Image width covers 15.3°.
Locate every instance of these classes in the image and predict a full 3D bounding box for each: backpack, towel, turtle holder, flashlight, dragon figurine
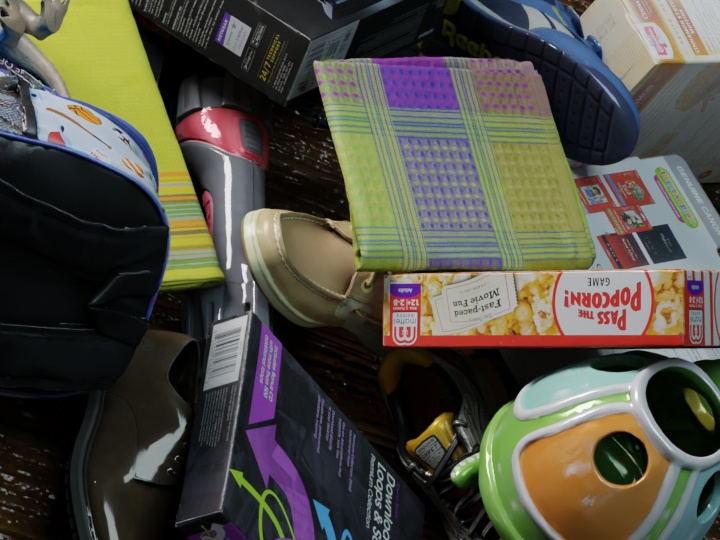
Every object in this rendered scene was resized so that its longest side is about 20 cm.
[{"bbox_3d":[-0.202,-0.021,1.459,0.190,0.200,0.154,18,30,-13],"label":"backpack"},{"bbox_3d":[0.060,-0.064,1.651,0.200,0.023,0.144,-2,71,-41],"label":"towel"},{"bbox_3d":[0.161,0.115,1.551,0.185,0.132,0.141,8,52,-39],"label":"turtle holder"},{"bbox_3d":[-0.086,-0.027,1.647,0.068,0.068,0.200,-3,57,3],"label":"flashlight"},{"bbox_3d":[-0.227,-0.152,1.558,0.059,0.099,0.200,-34,100,-48],"label":"dragon figurine"},{"bbox_3d":[-0.147,-0.075,1.591,0.086,0.018,0.200,-3,63,-38],"label":"towel"}]

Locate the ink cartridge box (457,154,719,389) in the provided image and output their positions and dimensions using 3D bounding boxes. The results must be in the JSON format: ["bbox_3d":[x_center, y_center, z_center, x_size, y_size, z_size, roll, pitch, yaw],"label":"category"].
[{"bbox_3d":[0.181,0.032,1.774,0.175,0.084,0.200,-10,64,-40],"label":"ink cartridge box"}]

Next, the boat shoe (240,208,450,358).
[{"bbox_3d":[0.000,0.000,1.632,0.200,0.066,0.074,23,51,-56],"label":"boat shoe"}]

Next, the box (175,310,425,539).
[{"bbox_3d":[-0.029,0.138,1.512,0.200,0.036,0.143,51,32,-39],"label":"box"}]

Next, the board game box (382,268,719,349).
[{"bbox_3d":[0.136,0.024,1.592,0.151,0.200,0.046,3,87,-56],"label":"board game box"}]

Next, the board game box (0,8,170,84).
[{"bbox_3d":[-0.221,-0.144,1.642,0.200,0.057,0.166,26,44,-19],"label":"board game box"}]

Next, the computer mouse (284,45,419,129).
[{"bbox_3d":[-0.005,-0.141,1.765,0.200,0.046,0.140,8,36,-49],"label":"computer mouse"}]

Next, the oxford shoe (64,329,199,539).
[{"bbox_3d":[-0.116,0.112,1.480,0.084,0.073,0.200,-7,55,9],"label":"oxford shoe"}]

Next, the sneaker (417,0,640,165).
[{"bbox_3d":[0.124,-0.143,1.787,0.082,0.074,0.200,-17,46,-38],"label":"sneaker"}]

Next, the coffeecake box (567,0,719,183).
[{"bbox_3d":[0.219,-0.130,1.894,0.200,0.154,0.073,-5,59,-40],"label":"coffeecake box"}]

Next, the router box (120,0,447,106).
[{"bbox_3d":[-0.052,-0.187,1.708,0.157,0.052,0.200,34,31,17],"label":"router box"}]

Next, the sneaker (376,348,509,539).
[{"bbox_3d":[0.063,0.129,1.615,0.082,0.078,0.200,21,35,-51],"label":"sneaker"}]
